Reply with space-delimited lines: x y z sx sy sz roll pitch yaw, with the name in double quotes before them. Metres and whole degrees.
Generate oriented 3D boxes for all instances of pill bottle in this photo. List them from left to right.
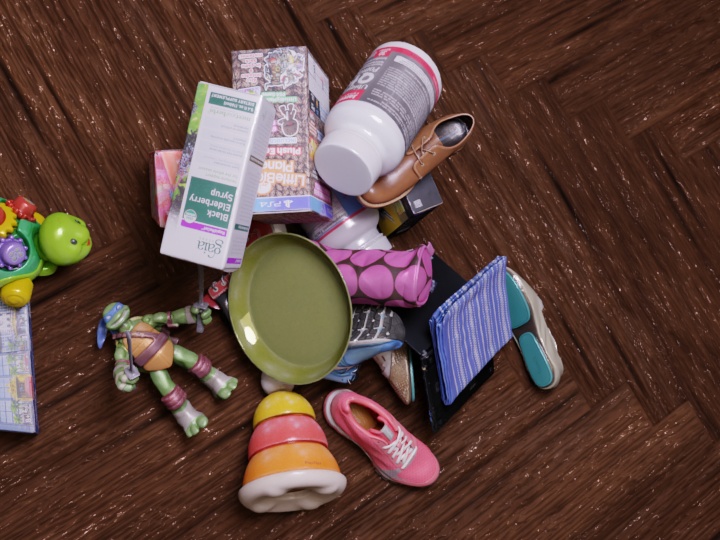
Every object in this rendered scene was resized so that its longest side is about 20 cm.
"pill bottle" -0.042 -0.094 1.214 0.108 0.109 0.201 -34 90 -20
"pill bottle" 0.020 -0.192 1.063 0.110 0.111 0.201 35 55 -7

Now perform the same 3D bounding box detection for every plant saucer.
"plant saucer" -0.089 0.049 1.101 0.031 0.199 0.202 -17 81 -58

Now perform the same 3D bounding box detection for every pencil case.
"pencil case" 0.000 0.000 1.123 0.197 0.091 0.095 4 61 20

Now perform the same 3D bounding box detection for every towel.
"towel" 0.166 0.084 1.192 0.199 0.024 0.147 -37 126 -42

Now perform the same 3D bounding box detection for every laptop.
"laptop" 0.104 0.098 1.218 0.177 0.102 0.203 -35 123 -42

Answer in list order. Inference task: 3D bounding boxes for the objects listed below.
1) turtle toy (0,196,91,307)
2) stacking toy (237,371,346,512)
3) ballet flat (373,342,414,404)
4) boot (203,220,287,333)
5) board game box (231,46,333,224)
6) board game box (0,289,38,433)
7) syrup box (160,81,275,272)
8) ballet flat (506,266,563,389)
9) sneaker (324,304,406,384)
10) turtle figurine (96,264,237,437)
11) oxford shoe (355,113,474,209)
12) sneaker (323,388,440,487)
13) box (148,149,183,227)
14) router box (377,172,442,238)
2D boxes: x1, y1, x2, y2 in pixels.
"turtle toy" -0.446 -0.038 1.062 0.197 0.102 0.147 6 51 -15
"stacking toy" -0.100 0.217 1.138 0.144 0.147 0.203 0 60 -16
"ballet flat" 0.043 0.097 1.225 0.064 0.071 0.203 0 70 -6
"boot" -0.172 -0.020 1.182 0.142 0.072 0.203 -18 87 -18
"board game box" -0.098 -0.168 1.082 0.095 0.159 0.203 -2 88 8
"board game box" -0.519 0.118 1.051 0.197 0.062 0.203 -5 80 -18
"syrup box" -0.164 -0.105 0.969 0.078 0.081 0.203 14 90 6
"ballet flat" 0.265 0.085 1.297 0.069 0.069 0.203 -18 86 -19
"sneaker" -0.014 0.108 1.151 0.090 0.198 0.079 55 41 -24
"turtle figurine" -0.242 0.113 1.076 0.194 0.198 0.145 51 29 -22
"oxford shoe" 0.073 -0.156 1.117 0.199 0.071 0.072 -39 92 -19
"sneaker" 0.034 0.242 1.174 0.199 0.087 0.074 38 71 -6
"box" -0.227 -0.112 1.106 0.101 0.200 0.096 -3 98 -17
"router box" 0.035 -0.160 1.226 0.052 0.157 0.202 -21 84 -20
